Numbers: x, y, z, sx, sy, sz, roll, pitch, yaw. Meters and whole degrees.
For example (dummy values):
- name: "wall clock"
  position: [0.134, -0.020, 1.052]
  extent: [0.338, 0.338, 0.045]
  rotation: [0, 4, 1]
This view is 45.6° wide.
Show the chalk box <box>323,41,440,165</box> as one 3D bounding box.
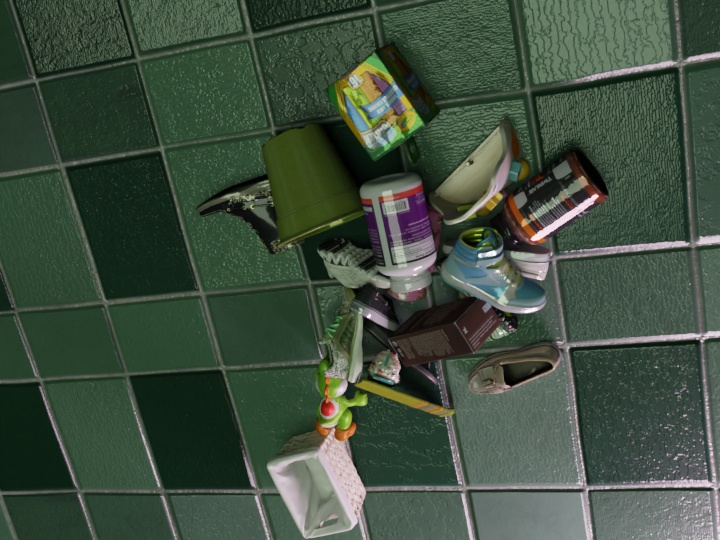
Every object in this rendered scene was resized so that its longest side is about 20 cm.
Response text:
- name: "chalk box"
  position: [0.053, -0.284, 1.529]
  extent: [0.124, 0.125, 0.200]
  rotation: [-33, 100, 26]

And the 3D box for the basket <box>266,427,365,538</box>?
- name: "basket"
  position: [-0.090, 0.457, 1.865]
  extent: [0.135, 0.123, 0.200]
  rotation: [-19, 103, 23]

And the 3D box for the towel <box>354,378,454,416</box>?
- name: "towel"
  position: [0.089, 0.255, 1.733]
  extent: [0.200, 0.086, 0.018]
  rotation: [20, 73, -7]

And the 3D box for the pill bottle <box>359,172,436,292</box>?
- name: "pill bottle"
  position: [0.071, -0.068, 1.526]
  extent: [0.112, 0.112, 0.201]
  rotation: [-7, 106, 20]

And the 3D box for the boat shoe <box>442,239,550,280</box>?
- name: "boat shoe"
  position: [0.252, -0.015, 1.606]
  extent: [0.199, 0.071, 0.070]
  rotation: [6, 110, 8]

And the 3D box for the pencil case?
- name: "pencil case"
  position: [0.100, -0.038, 1.635]
  extent: [0.083, 0.087, 0.200]
  rotation: [-4, 117, -28]

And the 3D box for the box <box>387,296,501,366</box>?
- name: "box"
  position: [0.156, 0.114, 1.615]
  extent: [0.200, 0.100, 0.075]
  rotation: [-22, 104, 53]

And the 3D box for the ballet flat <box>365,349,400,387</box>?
- name: "ballet flat"
  position: [0.052, 0.197, 1.710]
  extent: [0.075, 0.200, 0.064]
  rotation: [17, 78, -1]

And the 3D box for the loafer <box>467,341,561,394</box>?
- name: "loafer"
  position: [0.295, 0.197, 1.675]
  extent: [0.200, 0.063, 0.072]
  rotation: [-26, 102, 24]

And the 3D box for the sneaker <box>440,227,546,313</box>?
- name: "sneaker"
  position: [0.250, -0.005, 1.521]
  extent: [0.200, 0.080, 0.131]
  rotation: [19, 134, 3]

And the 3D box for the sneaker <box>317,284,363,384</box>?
- name: "sneaker"
  position: [-0.042, 0.126, 1.703]
  extent: [0.088, 0.077, 0.201]
  rotation: [0, 79, -11]

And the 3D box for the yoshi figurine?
- name: "yoshi figurine"
  position: [-0.050, 0.252, 1.801]
  extent: [0.112, 0.112, 0.200]
  rotation: [-13, 126, -17]

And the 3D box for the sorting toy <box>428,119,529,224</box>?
- name: "sorting toy"
  position: [0.209, -0.145, 1.503]
  extent: [0.107, 0.180, 0.200]
  rotation: [43, 117, -2]

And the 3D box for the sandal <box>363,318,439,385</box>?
- name: "sandal"
  position: [0.091, 0.157, 1.719]
  extent: [0.200, 0.075, 0.048]
  rotation: [41, 83, -12]

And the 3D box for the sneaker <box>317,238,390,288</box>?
- name: "sneaker"
  position: [0.000, 0.000, 1.660]
  extent: [0.200, 0.075, 0.081]
  rotation: [24, 132, 45]

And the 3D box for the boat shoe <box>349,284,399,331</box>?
- name: "boat shoe"
  position: [0.038, 0.074, 1.652]
  extent: [0.069, 0.200, 0.057]
  rotation: [26, 87, 22]

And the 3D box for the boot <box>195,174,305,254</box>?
- name: "boot"
  position: [-0.219, -0.098, 1.716]
  extent: [0.203, 0.074, 0.154]
  rotation: [-16, 108, 24]

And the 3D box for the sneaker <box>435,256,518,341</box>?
- name: "sneaker"
  position: [0.209, 0.058, 1.640]
  extent: [0.085, 0.078, 0.200]
  rotation: [-37, 97, 27]

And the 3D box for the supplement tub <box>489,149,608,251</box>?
- name: "supplement tub"
  position: [0.328, -0.117, 1.518]
  extent: [0.200, 0.107, 0.107]
  rotation: [-36, 97, 25]

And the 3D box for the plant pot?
- name: "plant pot"
  position: [-0.096, -0.167, 1.603]
  extent: [0.200, 0.200, 0.190]
  rotation: [-22, 90, 23]
